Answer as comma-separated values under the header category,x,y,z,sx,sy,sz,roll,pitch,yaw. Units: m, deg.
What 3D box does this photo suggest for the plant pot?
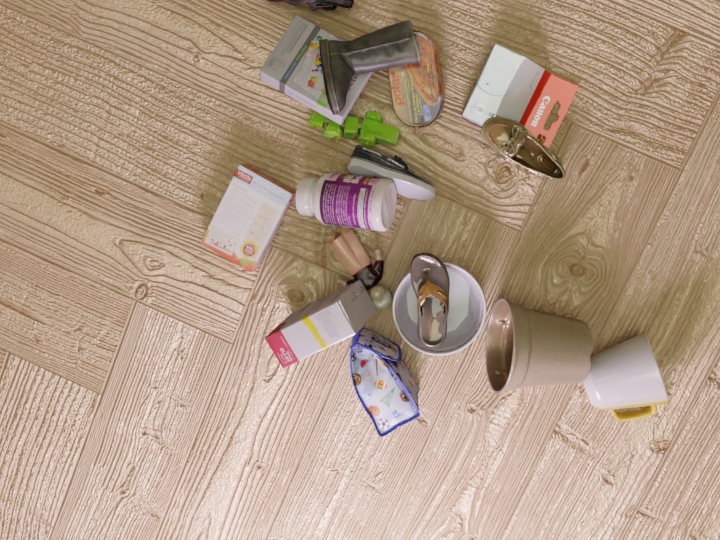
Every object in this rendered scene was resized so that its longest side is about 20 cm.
category,x,y,z,sx,sy,sz,roll,pitch,yaw
plant pot,0.378,0.166,1.514,0.182,0.200,0.202,5,99,-6

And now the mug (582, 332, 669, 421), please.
category,x,y,z,sx,sy,sz,roll,pitch,yaw
mug,0.557,0.243,1.522,0.152,0.149,0.188,-19,90,16

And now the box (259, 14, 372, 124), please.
category,x,y,z,sx,sy,sz,roll,pitch,yaw
box,-0.088,-0.421,1.509,0.199,0.041,0.157,30,75,0

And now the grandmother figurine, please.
category,x,y,z,sx,sy,sz,roll,pitch,yaw
grandmother figurine,0.000,0.000,1.586,0.121,0.061,0.201,-35,91,19

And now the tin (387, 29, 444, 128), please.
category,x,y,z,sx,sy,sz,roll,pitch,yaw
tin,0.115,-0.402,1.522,0.111,0.042,0.202,-8,97,3

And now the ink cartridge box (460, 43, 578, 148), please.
category,x,y,z,sx,sy,sz,roll,pitch,yaw
ink cartridge box,0.332,-0.354,1.500,0.199,0.047,0.161,26,101,3

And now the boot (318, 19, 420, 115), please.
category,x,y,z,sx,sy,sz,roll,pitch,yaw
boot,0.022,-0.411,1.456,0.198,0.073,0.183,-7,78,-5

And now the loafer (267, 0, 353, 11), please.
category,x,y,z,sx,sy,sz,roll,pitch,yaw
loafer,-0.107,-0.575,1.512,0.199,0.072,0.063,19,120,9

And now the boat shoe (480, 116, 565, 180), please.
category,x,y,z,sx,sy,sz,roll,pitch,yaw
boat shoe,0.340,-0.251,1.484,0.199,0.063,0.074,26,110,-13

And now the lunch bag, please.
category,x,y,z,sx,sy,sz,roll,pitch,yaw
lunch bag,0.045,0.225,1.556,0.123,0.170,0.201,-31,94,7

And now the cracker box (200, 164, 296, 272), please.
category,x,y,z,sx,sy,sz,roll,pitch,yaw
cracker box,-0.247,-0.116,1.594,0.133,0.058,0.201,29,101,0

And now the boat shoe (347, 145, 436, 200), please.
category,x,y,z,sx,sy,sz,roll,pitch,yaw
boat shoe,0.073,-0.212,1.542,0.199,0.072,0.068,20,71,-2

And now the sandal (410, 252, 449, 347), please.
category,x,y,z,sx,sy,sz,roll,pitch,yaw
sandal,0.142,0.064,1.474,0.081,0.055,0.202,0,99,6

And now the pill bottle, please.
category,x,y,z,sx,sy,sz,roll,pitch,yaw
pill bottle,-0.032,-0.149,1.528,0.199,0.112,0.113,8,100,20

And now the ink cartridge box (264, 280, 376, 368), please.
category,x,y,z,sx,sy,sz,roll,pitch,yaw
ink cartridge box,-0.083,0.114,1.542,0.199,0.145,0.084,-28,96,26

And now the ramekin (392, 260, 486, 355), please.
category,x,y,z,sx,sy,sz,roll,pitch,yaw
ramekin,0.169,0.073,1.553,0.199,0.105,0.202,1,99,6

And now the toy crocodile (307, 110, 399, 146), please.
category,x,y,z,sx,sy,sz,roll,pitch,yaw
toy crocodile,-0.015,-0.304,1.540,0.198,0.062,0.068,11,74,-1
